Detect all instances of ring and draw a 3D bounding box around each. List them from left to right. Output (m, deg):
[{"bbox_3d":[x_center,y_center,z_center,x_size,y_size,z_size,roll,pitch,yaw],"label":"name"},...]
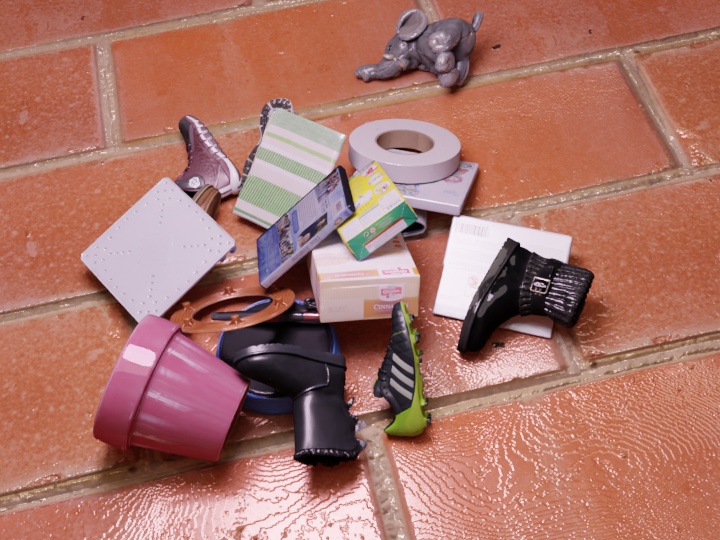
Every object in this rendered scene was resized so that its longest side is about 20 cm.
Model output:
[{"bbox_3d":[-0.202,0.055,1.598,0.200,0.019,0.200,-10,16,3],"label":"ring"}]

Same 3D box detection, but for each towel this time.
[{"bbox_3d":[-0.122,-0.162,1.735,0.152,0.023,0.201,25,96,23],"label":"towel"}]

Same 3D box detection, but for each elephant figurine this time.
[{"bbox_3d":[0.110,-0.430,1.952,0.200,0.142,0.155,18,26,34],"label":"elephant figurine"}]

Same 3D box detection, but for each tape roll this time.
[{"bbox_3d":[0.077,-0.213,1.795,0.202,0.037,0.203,2,31,-1],"label":"tape roll"}]

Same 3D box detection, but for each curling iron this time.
[{"bbox_3d":[-0.137,0.068,1.607,0.199,0.026,0.050,-7,32,4],"label":"curling iron"}]

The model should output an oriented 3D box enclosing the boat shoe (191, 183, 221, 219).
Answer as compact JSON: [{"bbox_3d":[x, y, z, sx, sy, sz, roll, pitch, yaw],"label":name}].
[{"bbox_3d":[-0.274,-0.052,1.724,0.068,0.072,0.200,17,70,16],"label":"boat shoe"}]

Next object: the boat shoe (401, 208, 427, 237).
[{"bbox_3d":[0.017,-0.083,1.725,0.200,0.070,0.072,-6,46,-5],"label":"boat shoe"}]

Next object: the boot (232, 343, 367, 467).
[{"bbox_3d":[-0.087,0.197,1.468,0.198,0.073,0.163,11,59,-34],"label":"boot"}]

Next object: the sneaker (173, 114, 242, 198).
[{"bbox_3d":[-0.305,-0.192,1.826,0.115,0.076,0.200,-32,59,-15],"label":"sneaker"}]

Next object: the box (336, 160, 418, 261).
[{"bbox_3d":[0.008,-0.102,1.623,0.117,0.048,0.200,-35,31,4],"label":"box"}]

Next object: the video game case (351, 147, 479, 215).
[{"bbox_3d":[0.093,-0.159,1.765,0.199,0.024,0.182,11,31,11],"label":"video game case"}]

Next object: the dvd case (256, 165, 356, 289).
[{"bbox_3d":[-0.092,-0.072,1.644,0.200,0.018,0.143,-41,29,17],"label":"dvd case"}]

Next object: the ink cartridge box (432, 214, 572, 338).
[{"bbox_3d":[0.232,0.011,1.664,0.199,0.044,0.174,12,78,11],"label":"ink cartridge box"}]

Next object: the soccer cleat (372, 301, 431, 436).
[{"bbox_3d":[0.055,0.148,1.510,0.081,0.068,0.201,-7,90,7],"label":"soccer cleat"}]

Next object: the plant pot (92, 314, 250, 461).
[{"bbox_3d":[-0.266,0.186,1.483,0.179,0.200,0.200,22,57,0],"label":"plant pot"}]

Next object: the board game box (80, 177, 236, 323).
[{"bbox_3d":[-0.331,-0.029,1.669,0.200,0.026,0.200,-44,62,-8],"label":"board game box"}]

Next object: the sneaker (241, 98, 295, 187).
[{"bbox_3d":[-0.146,-0.202,1.819,0.078,0.090,0.201,10,75,26],"label":"sneaker"}]

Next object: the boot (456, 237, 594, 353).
[{"bbox_3d":[0.256,0.062,1.583,0.158,0.079,0.211,28,80,14],"label":"boot"}]

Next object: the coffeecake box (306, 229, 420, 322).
[{"bbox_3d":[0.000,0.000,1.607,0.153,0.073,0.200,-3,26,-8],"label":"coffeecake box"}]

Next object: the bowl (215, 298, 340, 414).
[{"bbox_3d":[-0.131,0.129,1.600,0.200,0.039,0.201,-2,53,2],"label":"bowl"}]
